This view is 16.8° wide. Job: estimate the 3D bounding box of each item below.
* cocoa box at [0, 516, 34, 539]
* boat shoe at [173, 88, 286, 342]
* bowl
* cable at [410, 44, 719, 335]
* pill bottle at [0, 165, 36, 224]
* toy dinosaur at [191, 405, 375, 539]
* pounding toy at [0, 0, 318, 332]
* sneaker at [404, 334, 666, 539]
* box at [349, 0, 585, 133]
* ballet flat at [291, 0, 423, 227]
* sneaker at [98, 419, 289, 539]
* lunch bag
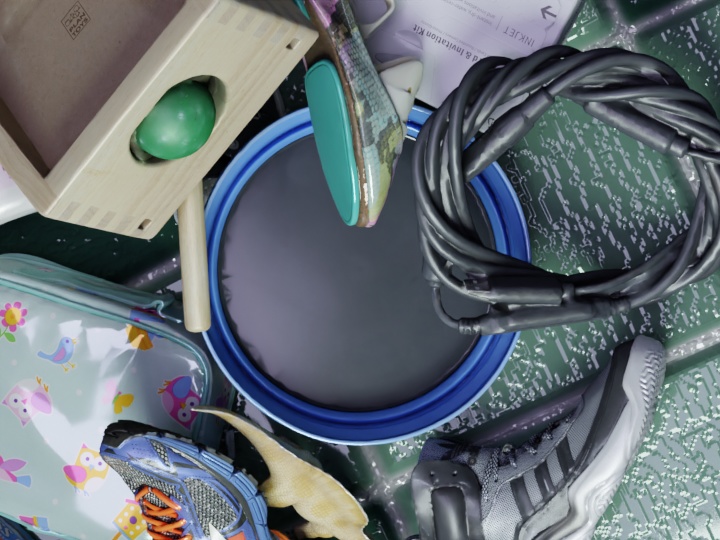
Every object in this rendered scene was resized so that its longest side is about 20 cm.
[{"bbox_3d":[-0.296,0.241,1.526,0.133,0.131,0.200,42,107,6],"label":"cocoa box"},{"bbox_3d":[-0.079,-0.057,1.458,0.075,0.060,0.202,-16,93,18],"label":"boat shoe"},{"bbox_3d":[0.000,0.000,1.421,0.199,0.039,0.203,0,93,-6],"label":"bowl"},{"bbox_3d":[0.127,-0.049,1.377,0.198,0.051,0.165,-8,106,-5],"label":"cable"},{"bbox_3d":[-0.245,-0.126,1.471,0.112,0.112,0.202,-19,93,18],"label":"pill bottle"},{"bbox_3d":[-0.038,0.123,1.444,0.200,0.101,0.058,47,69,-24],"label":"toy dinosaur"},{"bbox_3d":[-0.125,-0.104,1.345,0.184,0.142,0.200,-49,63,16],"label":"pounding toy"},{"bbox_3d":[0.095,0.111,1.422,0.113,0.075,0.201,28,107,8],"label":"sneaker"},{"bbox_3d":[0.063,-0.197,1.388,0.155,0.041,0.201,28,104,11],"label":"box"},{"bbox_3d":[-0.007,-0.127,1.367,0.071,0.069,0.201,-21,91,-20],"label":"ballet flat"},{"bbox_3d":[-0.090,0.160,1.413,0.075,0.079,0.200,9,145,47],"label":"sneaker"},{"bbox_3d":[-0.172,0.079,1.497,0.198,0.077,0.162,17,100,13],"label":"lunch bag"}]
